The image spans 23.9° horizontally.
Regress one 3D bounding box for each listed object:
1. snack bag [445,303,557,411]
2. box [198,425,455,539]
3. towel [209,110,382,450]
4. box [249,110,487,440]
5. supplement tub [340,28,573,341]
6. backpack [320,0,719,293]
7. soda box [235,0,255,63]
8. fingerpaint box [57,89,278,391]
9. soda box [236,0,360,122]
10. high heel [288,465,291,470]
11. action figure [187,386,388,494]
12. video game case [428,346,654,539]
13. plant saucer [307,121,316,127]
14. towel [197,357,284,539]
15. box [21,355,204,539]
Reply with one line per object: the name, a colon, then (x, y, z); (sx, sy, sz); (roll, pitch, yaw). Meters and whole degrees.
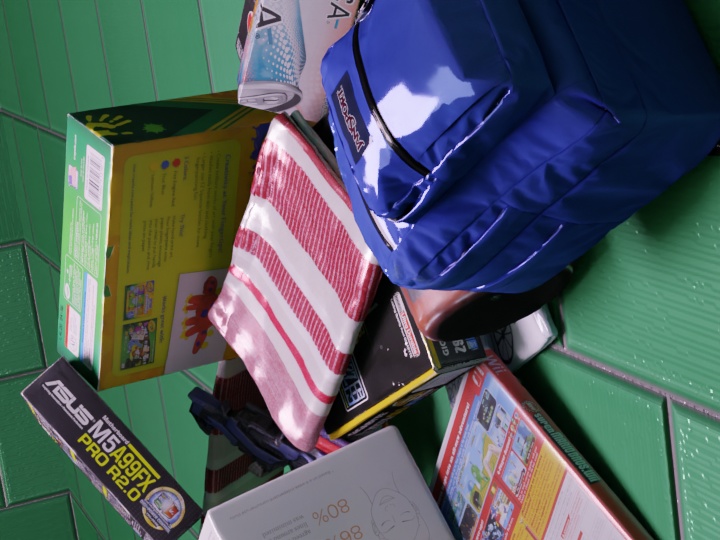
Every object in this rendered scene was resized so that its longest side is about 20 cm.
snack bag: (0.072, -0.007, 1.182); (0.200, 0.021, 0.190); (131, 125, -67)
box: (-0.004, 0.238, 1.195); (0.201, 0.152, 0.106); (63, 162, 15)
towel: (-0.046, 0.009, 1.187); (0.144, 0.023, 0.201); (52, 138, 34)
box: (0.000, 0.000, 1.192); (0.160, 0.049, 0.201); (-39, 66, 56)
supplement tub: (0.050, -0.064, 1.063); (0.107, 0.106, 0.201); (120, 131, -63)
backpack: (0.062, -0.087, 0.898); (0.200, 0.167, 0.163); (-47, 50, 47)
soda box: (-0.045, -0.211, 1.314); (0.200, 0.070, 0.064); (114, 139, -60)
fingerpaint box: (-0.139, -0.027, 1.290); (0.073, 0.166, 0.201); (35, 128, 44)
soda box: (-0.031, -0.209, 1.176); (0.064, 0.068, 0.201); (-102, 26, -68)
high heel: (-0.045, 0.139, 1.523); (0.200, 0.071, 0.143); (109, 138, -72)
action figure: (-0.046, 0.148, 1.362); (0.200, 0.105, 0.194); (35, 132, 3)
video game case: (0.113, 0.166, 1.113); (0.200, 0.017, 0.144); (51, 138, 41)
plant saucer: (-0.031, -0.023, 1.322); (0.200, 0.048, 0.201); (-21, 80, 57)
towel: (-0.099, 0.148, 1.458); (0.144, 0.023, 0.201); (-26, -54, -65)
box: (-0.195, 0.151, 1.340); (0.160, 0.044, 0.200); (48, 167, 3)
